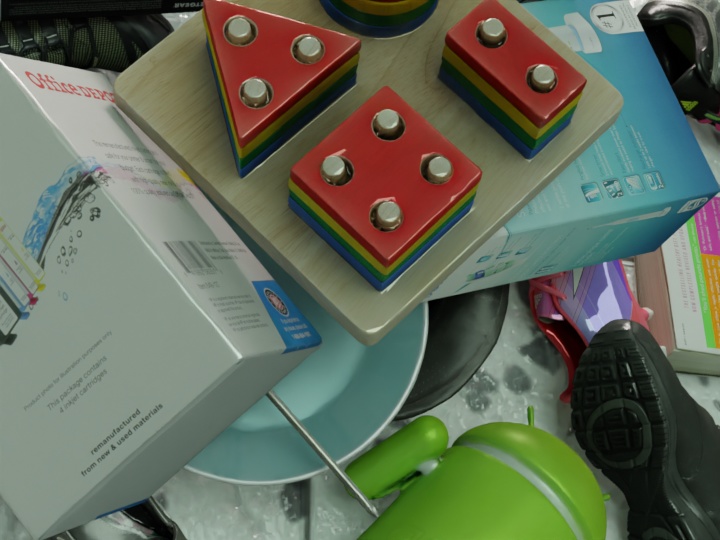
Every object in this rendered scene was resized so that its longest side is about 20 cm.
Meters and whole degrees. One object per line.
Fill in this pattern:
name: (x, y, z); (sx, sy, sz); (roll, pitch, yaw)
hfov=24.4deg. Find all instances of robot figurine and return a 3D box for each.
robot figurine: (0.067, 0.172, 0.994); (0.200, 0.116, 0.176); (-43, 97, -28)

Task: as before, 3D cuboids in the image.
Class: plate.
plate: (-0.061, 0.026, 0.973); (0.200, 0.026, 0.200); (1, 77, -6)

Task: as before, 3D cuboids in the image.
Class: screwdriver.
screwdriver: (-0.054, 0.060, 0.936); (0.200, 0.028, 0.029); (44, 105, 9)

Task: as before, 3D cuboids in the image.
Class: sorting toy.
sorting toy: (0.007, -0.102, 0.877); (0.200, 0.070, 0.199); (-42, 77, -18)

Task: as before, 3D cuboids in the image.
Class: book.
book: (0.291, 0.011, 1.179); (0.200, 0.048, 0.134); (7, 67, -20)

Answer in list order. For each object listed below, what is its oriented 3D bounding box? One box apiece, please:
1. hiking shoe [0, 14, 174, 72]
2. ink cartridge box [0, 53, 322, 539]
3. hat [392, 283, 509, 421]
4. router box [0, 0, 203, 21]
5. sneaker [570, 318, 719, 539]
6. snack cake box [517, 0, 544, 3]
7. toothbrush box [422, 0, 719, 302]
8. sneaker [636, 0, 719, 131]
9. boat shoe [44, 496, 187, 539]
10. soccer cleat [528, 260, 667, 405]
hiking shoe: (-0.212, -0.132, 1.009); (0.200, 0.076, 0.101); (11, 64, -8)
ink cartridge box: (-0.150, 0.010, 0.868); (0.145, 0.147, 0.200); (-41, 81, 12)
hat: (0.000, 0.000, 1.039); (0.200, 0.081, 0.201); (1, 77, -6)
router box: (-0.191, -0.216, 0.988); (0.200, 0.051, 0.149); (-5, 54, -17)
sneaker: (0.200, 0.115, 1.081); (0.091, 0.076, 0.200); (-36, 114, -38)
snack cake box: (0.059, -0.205, 1.066); (0.115, 0.200, 0.067); (13, 83, -17)
toothbrush box: (0.087, -0.074, 0.981); (0.200, 0.085, 0.147); (-12, 69, -28)
sneaker: (0.262, -0.124, 1.196); (0.087, 0.074, 0.200); (-25, 77, -26)
boat shoe: (-0.145, 0.149, 0.950); (0.200, 0.057, 0.067); (47, 63, -1)
soccer cleat: (0.137, -0.007, 1.114); (0.076, 0.067, 0.200); (-18, 83, -21)
